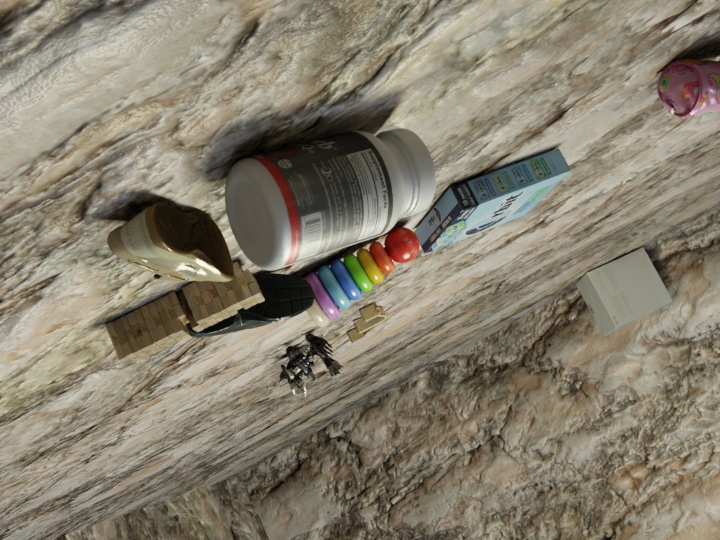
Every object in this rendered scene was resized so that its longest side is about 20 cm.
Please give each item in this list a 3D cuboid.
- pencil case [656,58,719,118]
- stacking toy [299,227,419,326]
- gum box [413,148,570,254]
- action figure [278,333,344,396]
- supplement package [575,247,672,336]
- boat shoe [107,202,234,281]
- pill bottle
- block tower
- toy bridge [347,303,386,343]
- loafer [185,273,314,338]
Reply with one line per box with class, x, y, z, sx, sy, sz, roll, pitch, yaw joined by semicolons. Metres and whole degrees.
pencil case;0.513;-0.256;1.454;0.200;0.087;0.087;-8;160;-32
stacking toy;0.000;0.000;1.570;0.200;0.085;0.085;-33;168;1
gum box;0.199;-0.105;1.591;0.200;0.045;0.170;-22;167;-23
action figure;-0.105;0.196;2.089;0.119;0.102;0.200;-35;168;-14
supplement package;0.808;0.067;3.185;0.200;0.191;0.147;-24;168;-8
boat shoe;-0.195;-0.022;1.092;0.065;0.072;0.200;-20;167;13
pill bottle;-0.029;-0.080;1.069;0.200;0.116;0.116;-19;166;-31
block tower;-0.229;0.055;1.361;0.200;0.054;0.058;-25;167;-3
toy bridge;0.020;0.103;2.125;0.067;0.027;0.200;-25;168;-16
loafer;-0.164;0.051;1.463;0.200;0.073;0.072;-9;170;-27
